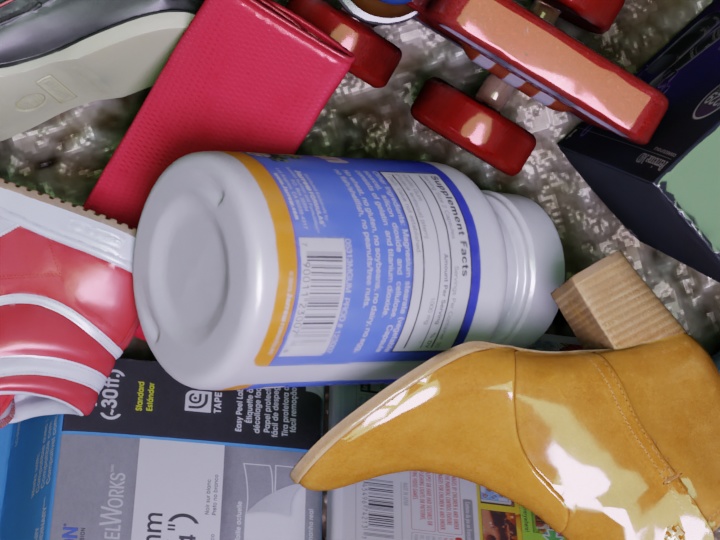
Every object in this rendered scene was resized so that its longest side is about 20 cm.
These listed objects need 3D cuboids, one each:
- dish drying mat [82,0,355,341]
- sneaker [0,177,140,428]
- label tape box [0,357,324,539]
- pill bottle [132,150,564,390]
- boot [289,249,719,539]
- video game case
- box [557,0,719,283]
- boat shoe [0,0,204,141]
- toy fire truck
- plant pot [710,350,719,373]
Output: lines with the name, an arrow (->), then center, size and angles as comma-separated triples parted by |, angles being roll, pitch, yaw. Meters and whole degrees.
dish drying mat -> -0.084, -0.050, 0.930 | 0.077, 0.018, 0.200 | 32, 118, -6
sneaker -> -0.206, 0.008, 0.913 | 0.200, 0.071, 0.113 | 18, 77, 9
label tape box -> -0.120, 0.119, 0.927 | 0.200, 0.144, 0.063 | 5, 141, -7
pill bottle -> 0.000, 0.000, 0.907 | 0.200, 0.112, 0.112 | 0, 99, -38
boot -> 0.084, 0.095, 0.856 | 0.201, 0.071, 0.144 | -30, 83, -11
video game case -> 0.074, 0.101, 0.925 | 0.182, 0.200, 0.023 | 7, 129, -6
box -> 0.189, -0.072, 0.900 | 0.141, 0.200, 0.079 | -45, 101, 1
boat shoe -> -0.175, -0.110, 0.933 | 0.201, 0.074, 0.063 | -18, 70, 4
toy fire truck -> 0.048, -0.127, 0.895 | 0.200, 0.168, 0.112 | 32, 94, -7
plant pot -> 0.288, 0.072, 0.942 | 0.196, 0.200, 0.200 | -28, 99, 6
